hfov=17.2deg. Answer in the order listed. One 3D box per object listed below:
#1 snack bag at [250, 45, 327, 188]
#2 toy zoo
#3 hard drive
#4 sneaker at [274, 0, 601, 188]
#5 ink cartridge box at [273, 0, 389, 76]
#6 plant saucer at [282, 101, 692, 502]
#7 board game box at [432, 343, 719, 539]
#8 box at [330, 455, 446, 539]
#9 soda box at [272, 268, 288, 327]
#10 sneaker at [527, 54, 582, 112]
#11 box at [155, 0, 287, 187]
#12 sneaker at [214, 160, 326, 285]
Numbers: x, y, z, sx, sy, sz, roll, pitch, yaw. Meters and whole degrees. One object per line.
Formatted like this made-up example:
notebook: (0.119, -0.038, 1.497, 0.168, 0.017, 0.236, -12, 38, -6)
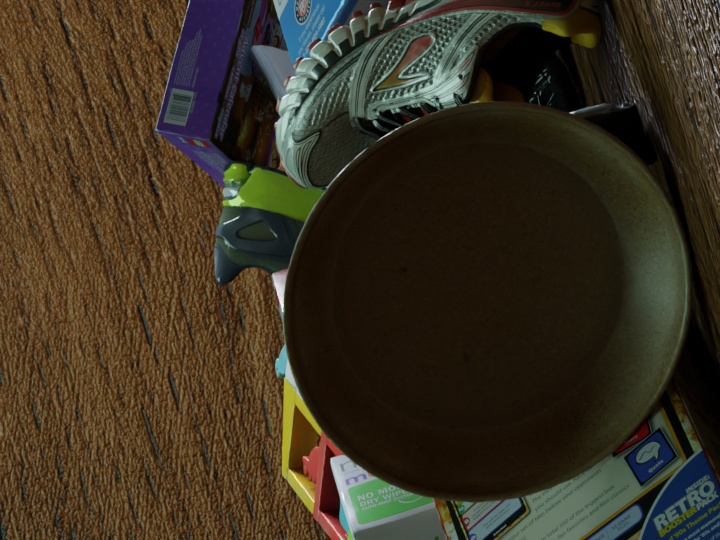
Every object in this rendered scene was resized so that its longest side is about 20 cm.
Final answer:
snack bag: (0.039, -0.071, 1.461, 0.021, 0.199, 0.189, -52, 51, 32)
toy zoo: (-0.012, 0.098, 1.489, 0.200, 0.020, 0.132, -135, 47, -60)
hard drive: (0.064, -0.050, 1.255, 0.200, 0.139, 0.038, -173, 66, -84)
sneaker: (0.036, -0.099, 1.207, 0.078, 0.200, 0.082, 11, -131, -52)
ink cartridge box: (0.001, -0.222, 1.306, 0.145, 0.083, 0.201, -57, 42, 49)
plant saucer: (0.059, 0.013, 1.146, 0.035, 0.199, 0.201, -117, 10, -71)
board game box: (0.116, 0.119, 1.188, 0.046, 0.151, 0.200, 39, -159, -35)
box: (0.103, 0.169, 1.367, 0.097, 0.199, 0.177, -111, 5, -65)
soda box: (0.056, 0.011, 1.304, 0.070, 0.199, 0.064, -108, 2, -66)
sneaker: (0.076, -0.157, 1.413, 0.200, 0.060, 0.104, 48, -148, 5)
box: (-0.067, -0.161, 1.500, 0.137, 0.039, 0.201, 41, -118, -72)
sneaker: (0.000, 0.000, 1.470, 0.074, 0.199, 0.081, 133, 156, -87)
